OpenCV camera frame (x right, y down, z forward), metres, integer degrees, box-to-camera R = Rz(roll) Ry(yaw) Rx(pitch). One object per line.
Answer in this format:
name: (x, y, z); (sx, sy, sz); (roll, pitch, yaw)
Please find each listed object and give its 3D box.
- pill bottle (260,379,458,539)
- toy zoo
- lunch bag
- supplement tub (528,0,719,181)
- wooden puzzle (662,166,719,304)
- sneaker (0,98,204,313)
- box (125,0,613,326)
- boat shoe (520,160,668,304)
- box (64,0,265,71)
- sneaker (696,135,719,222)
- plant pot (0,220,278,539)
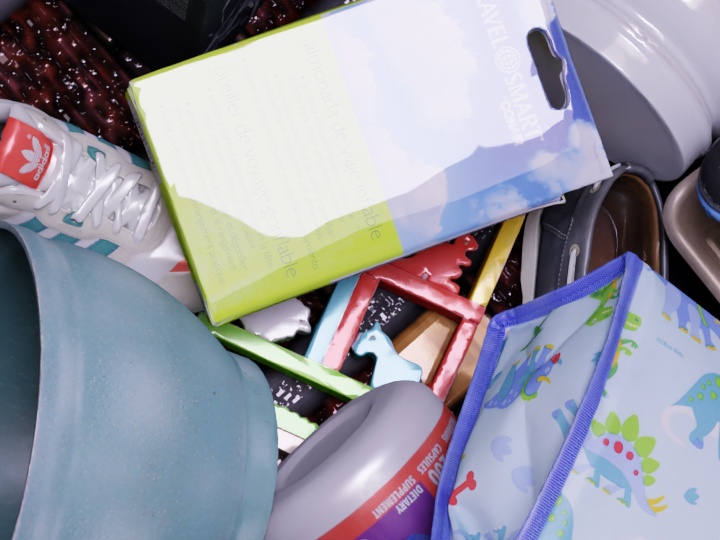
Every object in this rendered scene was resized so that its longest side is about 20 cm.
pill bottle: (0.046, 0.155, 1.139); (0.112, 0.112, 0.200); (-43, 99, -12)
toy zoo: (0.000, 0.000, 1.214); (0.131, 0.020, 0.200); (25, 79, -3)
lunch bag: (0.119, 0.126, 1.048); (0.170, 0.127, 0.200); (33, 54, -21)
supplement tub: (0.173, -0.158, 1.200); (0.145, 0.145, 0.200); (41, 78, 1)
wooden puzzle: (0.257, 0.008, 1.217); (0.185, 0.037, 0.200); (-34, 88, -36)
sneaker: (-0.142, -0.034, 1.157); (0.200, 0.093, 0.070); (20, 78, 3)
box: (0.003, -0.064, 1.136); (0.200, 0.048, 0.122); (-20, 93, -6)
boat shoe: (0.118, 0.042, 1.169); (0.072, 0.068, 0.200); (21, 58, -35)
box: (-0.056, -0.209, 1.159); (0.104, 0.182, 0.200); (38, 78, 0)
sneaker: (0.217, -0.088, 1.119); (0.071, 0.083, 0.200); (28, 57, 24)
plant pot: (-0.120, 0.088, 1.108); (0.134, 0.200, 0.200); (12, 78, -26)
